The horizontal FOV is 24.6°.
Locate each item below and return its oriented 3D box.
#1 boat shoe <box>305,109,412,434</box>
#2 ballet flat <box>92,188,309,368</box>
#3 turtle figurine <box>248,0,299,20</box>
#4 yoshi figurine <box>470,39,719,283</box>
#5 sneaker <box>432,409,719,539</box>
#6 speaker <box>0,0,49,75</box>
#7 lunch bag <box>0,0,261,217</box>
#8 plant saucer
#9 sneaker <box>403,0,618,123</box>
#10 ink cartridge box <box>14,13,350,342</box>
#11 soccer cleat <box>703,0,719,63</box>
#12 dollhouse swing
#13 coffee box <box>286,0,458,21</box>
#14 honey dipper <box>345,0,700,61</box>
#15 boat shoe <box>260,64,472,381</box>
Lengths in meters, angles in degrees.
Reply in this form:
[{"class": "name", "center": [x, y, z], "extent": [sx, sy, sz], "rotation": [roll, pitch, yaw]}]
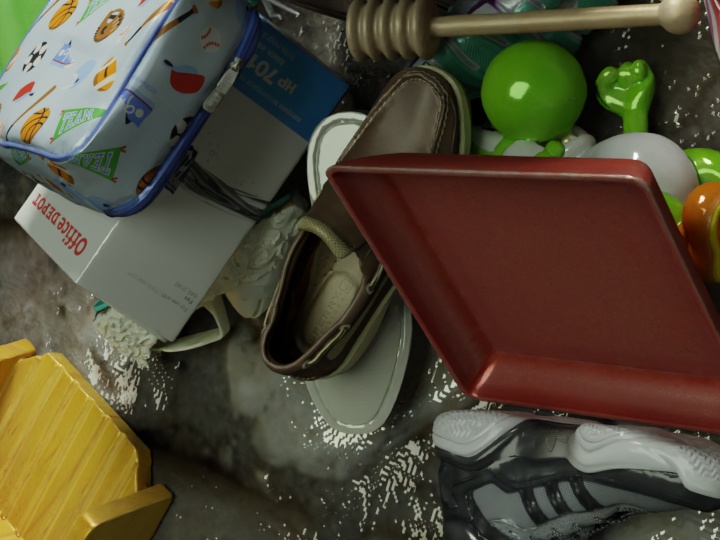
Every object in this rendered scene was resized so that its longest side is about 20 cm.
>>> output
[{"class": "boat shoe", "center": [0.000, 0.000, 1.033], "extent": [0.074, 0.060, 0.200], "rotation": [-4, 94, 15]}, {"class": "ballet flat", "center": [-0.097, 0.010, 1.115], "extent": [0.200, 0.072, 0.072], "rotation": [-28, 68, 34]}, {"class": "turtle figurine", "center": [-0.080, -0.267, 1.112], "extent": [0.150, 0.101, 0.200], "rotation": [-52, 49, 16]}, {"class": "yoshi figurine", "center": [0.134, -0.072, 0.915], "extent": [0.200, 0.112, 0.112], "rotation": [21, 86, 40]}, {"class": "sneaker", "center": [0.120, 0.140, 0.914], "extent": [0.200, 0.075, 0.114], "rotation": [3, 86, 44]}, {"class": "speaker", "center": [-0.236, -0.182, 1.189], "extent": [0.088, 0.088, 0.200], "rotation": [-3, 105, 38]}, {"class": "lunch bag", "center": [-0.144, -0.118, 0.994], "extent": [0.200, 0.076, 0.160], "rotation": [19, 74, 56]}, {"class": "plant saucer", "center": [0.105, 0.006, 0.891], "extent": [0.200, 0.200, 0.037], "rotation": [4, 50, 39]}, {"class": "sneaker", "center": [0.098, -0.167, 0.987], "extent": [0.200, 0.074, 0.088], "rotation": [-36, 44, 23]}, {"class": "ink cartridge box", "center": [-0.119, -0.074, 1.067], "extent": [0.200, 0.086, 0.146], "rotation": [-54, 33, -1]}, {"class": "soccer cleat", "center": [0.202, -0.171, 0.889], "extent": [0.068, 0.073, 0.200], "rotation": [-21, 72, 34]}, {"class": "dollhouse swing", "center": [-0.283, 0.161, 1.160], "extent": [0.200, 0.176, 0.182], "rotation": [41, 109, 35]}, {"class": "coffee box", "center": [0.028, -0.250, 1.028], "extent": [0.114, 0.080, 0.200], "rotation": [21, 97, 34]}, {"class": "honey dipper", "center": [0.089, -0.137, 0.916], "extent": [0.200, 0.038, 0.038], "rotation": [2, 85, 25]}, {"class": "boat shoe", "center": [0.000, -0.023, 0.951], "extent": [0.075, 0.075, 0.203], "rotation": [29, 106, 25]}]
